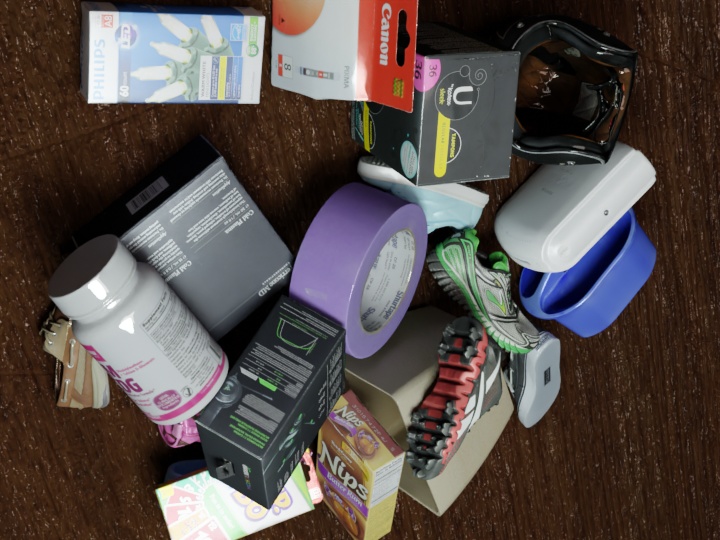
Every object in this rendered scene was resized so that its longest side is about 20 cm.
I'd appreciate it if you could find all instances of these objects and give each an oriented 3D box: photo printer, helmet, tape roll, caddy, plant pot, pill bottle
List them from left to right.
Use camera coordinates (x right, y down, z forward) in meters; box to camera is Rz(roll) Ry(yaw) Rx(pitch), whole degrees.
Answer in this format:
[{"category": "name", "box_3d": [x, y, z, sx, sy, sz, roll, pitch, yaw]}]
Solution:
[{"category": "pill bottle", "box_3d": [-0.243, 0.065, 1.308, 0.113, 0.113, 0.201, -39, 120, -5]}, {"category": "tape roll", "box_3d": [0.000, 0.000, 1.469, 0.200, 0.084, 0.202, -46, 148, -40]}, {"category": "plant pot", "box_3d": [0.086, 0.163, 1.581, 0.176, 0.199, 0.201, -34, 121, -21]}, {"category": "helmet", "box_3d": [0.233, -0.225, 1.482, 0.189, 0.200, 0.202, 17, 108, 15]}, {"category": "photo printer", "box_3d": [0.270, -0.087, 1.571, 0.200, 0.166, 0.069, -45, 114, -1]}, {"category": "caddy", "box_3d": [0.305, -0.010, 1.632, 0.105, 0.141, 0.201, 37, 92, -34]}]

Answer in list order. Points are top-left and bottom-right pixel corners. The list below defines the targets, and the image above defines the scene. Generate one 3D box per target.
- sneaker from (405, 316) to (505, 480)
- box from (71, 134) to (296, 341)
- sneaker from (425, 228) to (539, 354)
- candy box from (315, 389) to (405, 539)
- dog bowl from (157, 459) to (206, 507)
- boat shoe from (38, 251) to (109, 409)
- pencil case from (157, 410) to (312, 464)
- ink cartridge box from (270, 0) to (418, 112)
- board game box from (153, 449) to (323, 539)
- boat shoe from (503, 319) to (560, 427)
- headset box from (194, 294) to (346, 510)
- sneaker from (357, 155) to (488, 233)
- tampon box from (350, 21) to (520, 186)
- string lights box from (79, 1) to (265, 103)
[{"category": "sneaker", "box_3d": [0.121, 0.162, 1.445, 0.098, 0.070, 0.202, 29, 77, -41]}, {"category": "box", "box_3d": [-0.204, -0.020, 1.417, 0.199, 0.104, 0.183, -38, 120, -5]}, {"category": "sneaker", "box_3d": [0.175, 0.031, 1.573, 0.085, 0.078, 0.200, -38, 112, 14]}, {"category": "candy box", "box_3d": [-0.005, 0.264, 1.569, 0.056, 0.117, 0.201, -27, 146, -27]}, {"category": "dog bowl", "box_3d": [-0.165, 0.281, 1.558, 0.198, 0.111, 0.050, 2, 97, -25]}, {"category": "boat shoe", "box_3d": [-0.341, 0.078, 1.413, 0.071, 0.076, 0.202, -9, 112, -19]}, {"category": "pencil case", "box_3d": [-0.158, 0.199, 1.531, 0.198, 0.094, 0.091, 11, 123, -26]}, {"category": "ink cartridge box", "box_3d": [-0.023, -0.270, 1.344, 0.050, 0.199, 0.164, -16, 118, -39]}, {"category": "board game box", "box_3d": [-0.147, 0.279, 1.486, 0.198, 0.030, 0.097, -19, 97, -16]}, {"category": "boat shoe", "box_3d": [0.238, 0.146, 1.707, 0.073, 0.068, 0.200, -37, 146, -19]}, {"category": "headset box", "box_3d": [-0.104, 0.164, 1.412, 0.201, 0.092, 0.175, -57, 165, -25]}, {"category": "sneaker", "box_3d": [0.076, -0.087, 1.535, 0.198, 0.074, 0.083, 15, 99, -28]}, {"category": "tampon box", "box_3d": [0.083, -0.203, 1.417, 0.125, 0.200, 0.152, -7, 113, -22]}, {"category": "string lights box", "box_3d": [-0.212, -0.244, 1.348, 0.198, 0.059, 0.104, -4, 113, -23]}]
